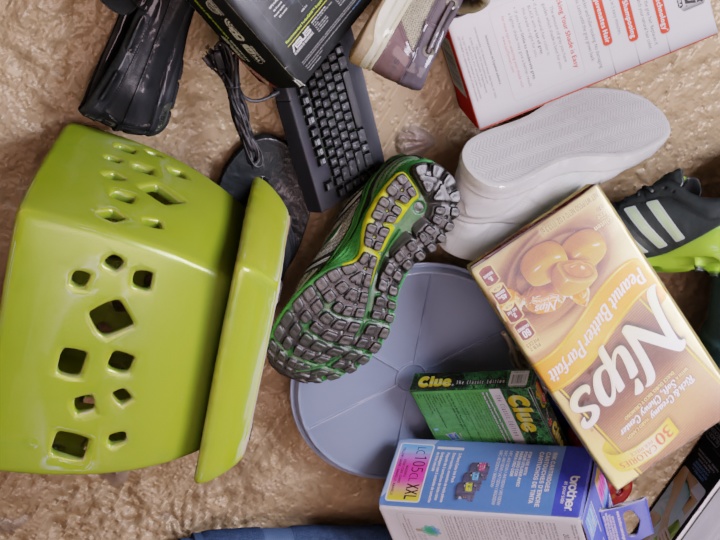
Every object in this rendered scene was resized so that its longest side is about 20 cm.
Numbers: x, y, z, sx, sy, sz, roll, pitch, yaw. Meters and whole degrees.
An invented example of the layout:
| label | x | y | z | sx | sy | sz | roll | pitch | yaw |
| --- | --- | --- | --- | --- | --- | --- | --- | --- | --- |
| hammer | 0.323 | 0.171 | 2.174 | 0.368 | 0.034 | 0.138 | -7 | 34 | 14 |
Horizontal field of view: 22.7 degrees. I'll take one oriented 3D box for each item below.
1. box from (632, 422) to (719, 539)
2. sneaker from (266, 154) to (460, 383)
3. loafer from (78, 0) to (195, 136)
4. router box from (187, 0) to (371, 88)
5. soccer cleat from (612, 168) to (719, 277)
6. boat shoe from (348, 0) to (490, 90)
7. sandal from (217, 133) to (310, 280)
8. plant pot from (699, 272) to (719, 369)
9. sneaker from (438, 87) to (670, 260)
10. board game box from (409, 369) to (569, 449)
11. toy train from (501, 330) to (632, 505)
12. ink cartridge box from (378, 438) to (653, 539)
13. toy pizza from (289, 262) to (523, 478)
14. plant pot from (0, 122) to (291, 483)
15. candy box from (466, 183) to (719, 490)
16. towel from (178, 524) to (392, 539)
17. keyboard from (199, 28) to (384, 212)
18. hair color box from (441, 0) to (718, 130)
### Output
| label | x | y | z | sx | sy | sz | roll | pitch | yaw |
| --- | --- | --- | --- | --- | --- | --- | --- | --- | --- |
| box | 0.308 | 0.246 | 1.585 | 0.116 | 0.060 | 0.200 | 29 | 103 | -23 |
| sneaker | 0.000 | 0.000 | 1.364 | 0.078 | 0.085 | 0.200 | 37 | 94 | -19 |
| loafer | -0.151 | -0.193 | 1.270 | 0.070 | 0.068 | 0.202 | 11 | 109 | -17 |
| router box | -0.043 | -0.248 | 1.234 | 0.200 | 0.062 | 0.150 | -52 | 122 | -16 |
| soccer cleat | 0.226 | -0.035 | 1.403 | 0.067 | 0.199 | 0.082 | 18 | 74 | -54 |
| boat shoe | 0.064 | -0.207 | 1.276 | 0.065 | 0.072 | 0.200 | 37 | 62 | -5 |
| sandal | -0.082 | -0.005 | 1.381 | 0.075 | 0.048 | 0.202 | 8 | 110 | -18 |
| plant pot | 0.363 | 0.004 | 1.431 | 0.199 | 0.200 | 0.197 | -5 | 106 | -12 |
| sneaker | 0.144 | -0.072 | 1.407 | 0.199 | 0.074 | 0.116 | -17 | 150 | -29 |
| board game box | 0.121 | 0.153 | 1.457 | 0.104 | 0.024 | 0.200 | -1 | 136 | 27 |
| toy train | 0.197 | 0.089 | 1.469 | 0.115 | 0.085 | 0.201 | -36 | 126 | -10 |
| ink cartridge box | 0.130 | 0.206 | 1.437 | 0.199 | 0.077 | 0.137 | 2 | 139 | 22 |
| toy pizza | 0.037 | 0.079 | 1.454 | 0.199 | 0.032 | 0.201 | -8 | 120 | -15 |
| plant pot | -0.152 | 0.029 | 1.274 | 0.180 | 0.200 | 0.200 | 11 | 112 | -4 |
| candy box | 0.182 | 0.048 | 1.349 | 0.115 | 0.055 | 0.201 | -34 | 92 | 2 |
| towel | -0.063 | 0.263 | 1.504 | 0.199 | 0.049 | 0.112 | 0 | 113 | -14 |
| keyboard | -0.049 | -0.135 | 1.326 | 0.127 | 0.021 | 0.201 | -30 | 118 | -26 |
| hair color box | 0.159 | -0.194 | 1.354 | 0.199 | 0.061 | 0.102 | -21 | 117 | -3 |
